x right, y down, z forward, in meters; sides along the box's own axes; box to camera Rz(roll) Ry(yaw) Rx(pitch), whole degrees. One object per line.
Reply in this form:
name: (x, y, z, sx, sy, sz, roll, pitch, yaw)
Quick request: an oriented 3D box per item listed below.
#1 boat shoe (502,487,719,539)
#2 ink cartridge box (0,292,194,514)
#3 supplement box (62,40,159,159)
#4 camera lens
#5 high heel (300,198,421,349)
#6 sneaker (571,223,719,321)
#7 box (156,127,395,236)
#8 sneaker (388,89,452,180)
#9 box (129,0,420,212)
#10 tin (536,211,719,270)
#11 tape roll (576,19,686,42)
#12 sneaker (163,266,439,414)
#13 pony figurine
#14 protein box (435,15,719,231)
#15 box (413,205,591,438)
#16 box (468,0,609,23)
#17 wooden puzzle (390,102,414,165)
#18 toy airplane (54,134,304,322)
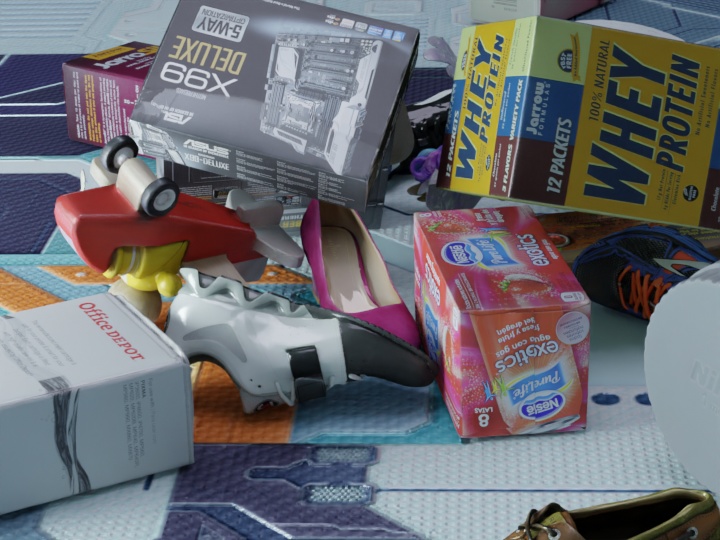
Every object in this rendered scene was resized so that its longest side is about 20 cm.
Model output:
boat shoe: (0.110, 0.164, 1.026, 0.200, 0.068, 0.072, -9, 25, -15)
ink cartridge box: (-0.229, 0.091, 1.212, 0.200, 0.085, 0.146, -14, 25, -24)
supplement box: (-0.198, -0.172, 1.856, 0.200, 0.086, 0.110, 15, 28, 36)
camera lens: (0.305, 0.054, 1.163, 0.200, 0.160, 0.160, -15, 25, -29)
high heel: (0.000, 0.000, 1.402, 0.067, 0.096, 0.200, -6, 22, -12)
sneaker: (0.246, 0.018, 1.375, 0.200, 0.075, 0.078, 13, 29, 35)
box: (-0.075, -0.091, 1.556, 0.200, 0.158, 0.048, -5, 57, -8)
sneaker: (0.053, -0.119, 1.741, 0.200, 0.073, 0.112, -7, 24, 9)
box: (-0.068, -0.146, 1.462, 0.200, 0.050, 0.158, 16, 60, 7)
tin: (0.218, -0.017, 1.509, 0.200, 0.042, 0.112, -5, 18, -7)
tape roll: (0.242, -0.156, 1.704, 0.202, 0.071, 0.203, 5, 38, -4)
sneaker: (-0.046, 0.067, 1.289, 0.200, 0.089, 0.074, 15, -12, 8)
pony figurine: (0.124, -0.098, 1.573, 0.200, 0.167, 0.193, 2, -21, 14)
protein box: (0.188, -0.111, 1.397, 0.200, 0.135, 0.199, 8, 3, -14)
box: (0.098, 0.033, 1.309, 0.095, 0.100, 0.200, -4, 23, -6)
box: (0.236, -0.395, 2.319, 0.109, 0.128, 0.200, 14, 27, 34)
wooden puzzle: (-0.056, -0.123, 1.593, 0.200, 0.185, 0.046, -17, 56, 2)
toy airplane: (-0.146, -0.012, 1.419, 0.199, 0.141, 0.200, 32, 14, -8)
